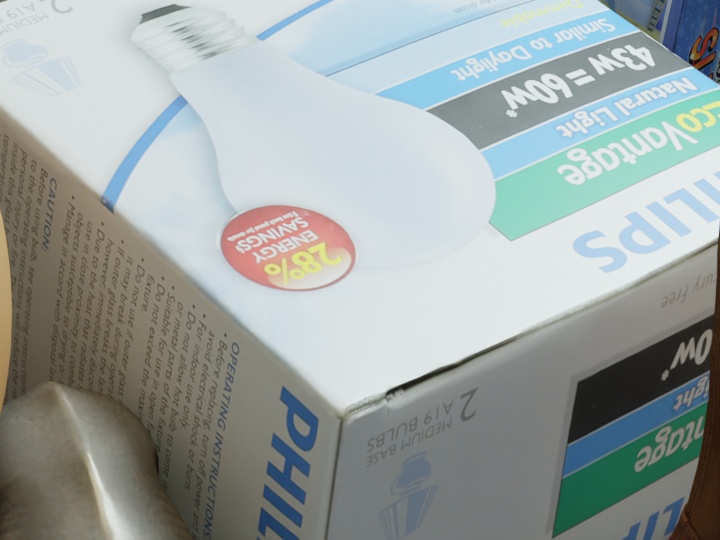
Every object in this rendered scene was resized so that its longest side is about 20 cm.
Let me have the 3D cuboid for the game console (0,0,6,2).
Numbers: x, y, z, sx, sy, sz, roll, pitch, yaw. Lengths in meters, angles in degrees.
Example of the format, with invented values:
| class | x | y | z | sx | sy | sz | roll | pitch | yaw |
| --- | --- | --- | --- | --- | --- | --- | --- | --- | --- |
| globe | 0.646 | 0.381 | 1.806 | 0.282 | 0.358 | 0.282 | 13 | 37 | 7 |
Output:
| class | x | y | z | sx | sy | sz | roll | pitch | yaw |
| --- | --- | --- | --- | --- | --- | --- | --- | --- | --- |
| game console | -0.189 | -0.093 | 0.948 | 0.199 | 0.031 | 0.177 | 2 | 65 | -9 |

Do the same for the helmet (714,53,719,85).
| class | x | y | z | sx | sy | sz | roll | pitch | yaw |
| --- | --- | --- | --- | --- | --- | --- | --- | --- | --- |
| helmet | 0.186 | -0.099 | 0.958 | 0.190 | 0.200 | 0.200 | -2 | 39 | -29 |

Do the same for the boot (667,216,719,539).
| class | x | y | z | sx | sy | sz | roll | pitch | yaw |
| --- | --- | --- | --- | --- | --- | --- | --- | --- | --- |
| boot | 0.169 | 0.050 | 0.758 | 0.188 | 0.200 | 0.069 | 3 | 38 | -6 |

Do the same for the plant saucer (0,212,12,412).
| class | x | y | z | sx | sy | sz | roll | pitch | yaw |
| --- | --- | --- | --- | --- | --- | --- | --- | --- | --- |
| plant saucer | -0.174 | 0.009 | 0.771 | 0.200 | 0.201 | 0.037 | 29 | 13 | 24 |

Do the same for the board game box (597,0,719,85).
| class | x | y | z | sx | sy | sz | roll | pitch | yaw |
| --- | --- | --- | --- | --- | --- | --- | --- | --- | --- |
| board game box | 0.034 | -0.090 | 0.959 | 0.034 | 0.136 | 0.200 | -28 | 52 | -36 |

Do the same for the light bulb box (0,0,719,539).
| class | x | y | z | sx | sy | sz | roll | pitch | yaw |
| --- | --- | --- | --- | --- | --- | --- | --- | --- | --- |
| light bulb box | 0.000 | 0.000 | 0.850 | 0.198 | 0.125 | 0.200 | -24 | 48 | -34 |

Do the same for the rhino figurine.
| class | x | y | z | sx | sy | sz | roll | pitch | yaw |
| --- | --- | --- | --- | --- | --- | --- | --- | --- | --- |
| rhino figurine | -0.060 | 0.110 | 0.729 | 0.060 | 0.088 | 0.200 | -6 | 42 | -23 |
